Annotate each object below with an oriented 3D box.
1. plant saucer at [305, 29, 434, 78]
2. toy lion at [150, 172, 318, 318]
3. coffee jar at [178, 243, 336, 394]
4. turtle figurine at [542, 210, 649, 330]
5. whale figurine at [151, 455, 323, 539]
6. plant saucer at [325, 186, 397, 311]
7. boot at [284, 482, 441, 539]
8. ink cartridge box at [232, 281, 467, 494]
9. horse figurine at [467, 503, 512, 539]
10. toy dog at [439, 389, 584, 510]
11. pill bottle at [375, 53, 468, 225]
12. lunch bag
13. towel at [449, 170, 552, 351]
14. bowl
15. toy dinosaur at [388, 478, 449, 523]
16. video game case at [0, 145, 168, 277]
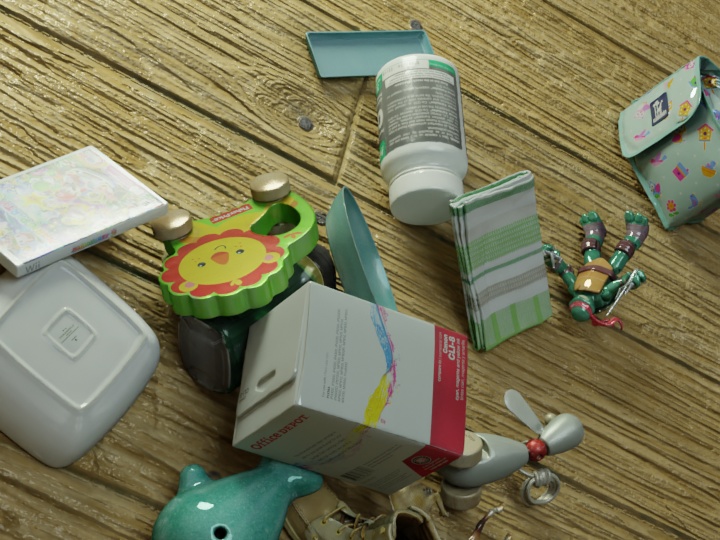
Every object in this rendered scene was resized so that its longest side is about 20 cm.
[{"bbox_3d":[0.016,-0.290,1.960,0.199,0.019,0.070,-8,70,-33],"label":"plant saucer"},{"bbox_3d":[-0.133,-0.020,1.604,0.199,0.069,0.192,-23,34,-19],"label":"toy lion"},{"bbox_3d":[-0.111,0.047,1.642,0.085,0.105,0.200,27,45,28],"label":"coffee jar"},{"bbox_3d":[0.312,0.002,1.935,0.149,0.101,0.200,15,46,19],"label":"turtle figurine"},{"bbox_3d":[-0.124,0.255,1.501,0.159,0.104,0.200,45,67,8],"label":"whale figurine"},{"bbox_3d":[0.000,0.000,1.720,0.036,0.200,0.201,-19,71,7],"label":"plant saucer"},{"bbox_3d":[0.000,0.275,1.557,0.073,0.155,0.200,-31,82,-38],"label":"boot"},{"bbox_3d":[-0.011,0.125,1.516,0.199,0.145,0.145,20,58,-25],"label":"ink cartridge box"},{"bbox_3d":[0.140,0.364,1.659,0.132,0.050,0.201,-24,84,-27],"label":"horse figurine"},{"bbox_3d":[0.160,0.208,1.734,0.199,0.132,0.096,4,29,-37],"label":"toy dog"},{"bbox_3d":[0.079,-0.168,1.871,0.113,0.113,0.201,12,59,-26],"label":"pill bottle"},{"bbox_3d":[0.473,-0.186,2.086,0.122,0.170,0.201,-14,73,-44],"label":"lunch bag"},{"bbox_3d":[0.186,-0.013,1.848,0.149,0.031,0.201,-22,108,-36],"label":"towel"},{"bbox_3d":[-0.315,0.079,1.523,0.200,0.075,0.200,43,50,-6],"label":"bowl"},{"bbox_3d":[0.047,0.236,1.612,0.200,0.058,0.101,51,32,-13],"label":"toy dinosaur"},{"bbox_3d":[-0.331,-0.068,1.582,0.143,0.018,0.200,36,44,30],"label":"video game case"}]
